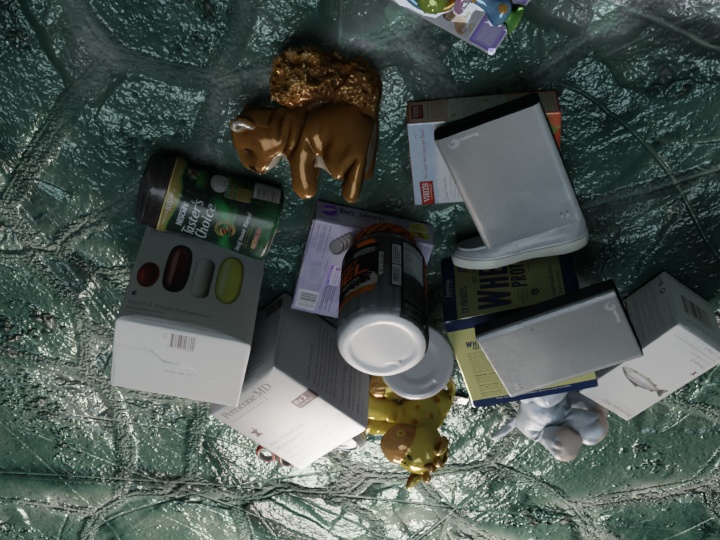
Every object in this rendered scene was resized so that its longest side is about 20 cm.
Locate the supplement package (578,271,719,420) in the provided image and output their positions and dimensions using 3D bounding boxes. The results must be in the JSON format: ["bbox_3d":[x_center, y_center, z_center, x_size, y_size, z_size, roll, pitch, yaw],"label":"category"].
[{"bbox_3d":[0.444,0.120,1.447,0.116,0.118,0.200,29,128,-23],"label":"supplement package"}]

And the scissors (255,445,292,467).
[{"bbox_3d":[-0.160,0.273,1.592,0.073,0.014,0.201,5,134,17],"label":"scissors"}]

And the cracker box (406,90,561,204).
[{"bbox_3d":[0.164,-0.163,1.242,0.198,0.058,0.135,-4,132,5],"label":"cracker box"}]

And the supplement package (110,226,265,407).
[{"bbox_3d":[-0.252,0.067,1.380,0.190,0.201,0.148,12,132,-8],"label":"supplement package"}]

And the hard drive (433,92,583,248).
[{"bbox_3d":[0.196,-0.126,1.213,0.139,0.033,0.200,-18,130,18],"label":"hard drive"}]

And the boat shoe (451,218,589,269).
[{"bbox_3d":[0.225,-0.055,1.341,0.199,0.070,0.072,-11,114,13],"label":"boat shoe"}]

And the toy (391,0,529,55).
[{"bbox_3d":[0.104,-0.336,1.094,0.199,0.047,0.115,22,128,-17],"label":"toy"}]

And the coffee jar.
[{"bbox_3d":[-0.214,-0.091,1.311,0.199,0.086,0.105,17,131,-11],"label":"coffee jar"}]

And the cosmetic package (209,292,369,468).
[{"bbox_3d":[-0.109,0.180,1.498,0.200,0.166,0.165,36,124,-26],"label":"cosmetic package"}]

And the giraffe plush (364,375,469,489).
[{"bbox_3d":[0.088,0.276,1.577,0.198,0.163,0.173,-1,132,4],"label":"giraffe plush"}]

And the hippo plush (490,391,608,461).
[{"bbox_3d":[0.312,0.197,1.538,0.199,0.159,0.162,11,130,55],"label":"hippo plush"}]

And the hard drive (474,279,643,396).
[{"bbox_3d":[0.278,0.097,1.299,0.199,0.033,0.140,-21,128,18],"label":"hard drive"}]

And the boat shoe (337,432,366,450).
[{"bbox_3d":[-0.085,0.294,1.656,0.200,0.072,0.070,20,131,-14],"label":"boat shoe"}]

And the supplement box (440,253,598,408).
[{"bbox_3d":[0.240,0.080,1.408,0.199,0.135,0.200,-13,131,13],"label":"supplement box"}]

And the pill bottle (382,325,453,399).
[{"bbox_3d":[0.086,0.145,1.440,0.110,0.112,0.200,0,172,3],"label":"pill bottle"}]

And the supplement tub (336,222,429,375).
[{"bbox_3d":[0.031,0.033,1.268,0.121,0.201,0.123,1,131,1],"label":"supplement tub"}]

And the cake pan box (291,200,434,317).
[{"bbox_3d":[0.000,0.000,1.407,0.183,0.053,0.201,12,132,-5],"label":"cake pan box"}]

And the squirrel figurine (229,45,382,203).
[{"bbox_3d":[-0.072,-0.197,1.196,0.185,0.142,0.201,12,119,6],"label":"squirrel figurine"}]
